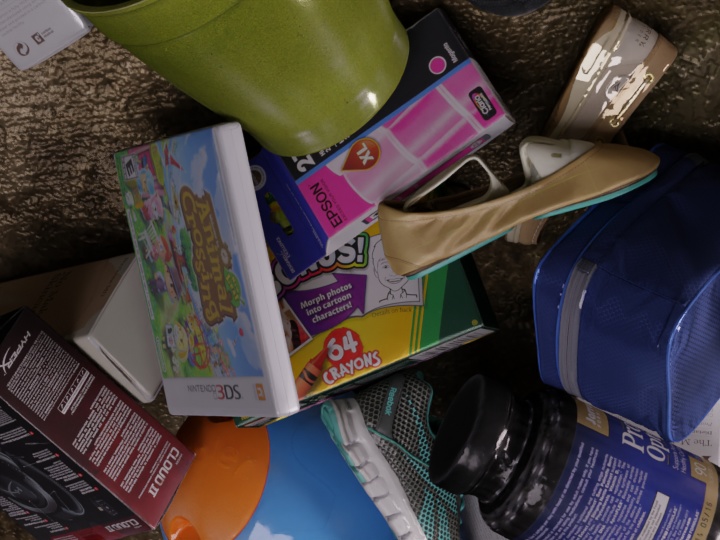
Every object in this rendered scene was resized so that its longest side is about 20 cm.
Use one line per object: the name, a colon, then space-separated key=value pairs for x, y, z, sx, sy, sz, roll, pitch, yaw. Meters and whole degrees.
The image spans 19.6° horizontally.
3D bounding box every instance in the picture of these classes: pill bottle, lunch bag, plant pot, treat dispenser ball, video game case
pill bottle: x=0.154 y=0.153 z=1.487 sx=0.199 sy=0.112 sz=0.112 roll=26 pitch=128 yaw=-12
lunch bag: x=0.211 y=0.005 z=1.462 sx=0.132 sy=0.200 sz=0.136 roll=25 pitch=139 yaw=30
plant pot: x=-0.069 y=-0.183 z=1.401 sx=0.200 sy=0.201 sz=0.193 roll=-20 pitch=131 yaw=26
treat dispenser ball: x=-0.060 y=0.180 z=1.651 sx=0.200 sy=0.201 sz=0.202 roll=7 pitch=128 yaw=9
video game case: x=-0.112 y=0.004 z=1.469 sx=0.182 sy=0.022 sz=0.201 roll=-6 pitch=96 yaw=61

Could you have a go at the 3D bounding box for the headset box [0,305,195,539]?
headset box: x=-0.234 y=0.130 z=1.578 sx=0.200 sy=0.077 sz=0.149 roll=43 pitch=144 yaw=-22

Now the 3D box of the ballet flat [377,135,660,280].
ballet flat: x=0.104 y=-0.056 z=1.422 sx=0.199 sy=0.069 sz=0.063 roll=-23 pitch=100 yaw=5

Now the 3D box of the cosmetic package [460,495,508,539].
cosmetic package: x=0.108 y=0.198 z=1.636 sx=0.074 sy=0.102 sz=0.200 roll=-13 pitch=160 yaw=-18

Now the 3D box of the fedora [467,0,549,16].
fedora: x=0.129 y=-0.258 z=1.332 sx=0.091 sy=0.201 sz=0.201 roll=6 pitch=139 yaw=-39

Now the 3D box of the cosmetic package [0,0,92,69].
cosmetic package: x=-0.259 y=-0.249 z=1.431 sx=0.074 sy=0.102 sz=0.200 roll=-26 pitch=118 yaw=28

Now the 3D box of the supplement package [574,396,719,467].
supplement package: x=0.225 y=0.136 z=1.607 sx=0.113 sy=0.110 sz=0.201 roll=2 pitch=127 yaw=12

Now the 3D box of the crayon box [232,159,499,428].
crayon box: x=-0.023 y=-0.002 z=1.515 sx=0.199 sy=0.058 sz=0.173 roll=-23 pitch=80 yaw=14

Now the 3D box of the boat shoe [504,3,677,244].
boat shoe: x=0.162 y=-0.089 z=1.475 sx=0.069 sy=0.074 sz=0.201 roll=25 pitch=127 yaw=1

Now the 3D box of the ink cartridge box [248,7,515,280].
ink cartridge box: x=0.002 y=-0.088 z=1.470 sx=0.200 sy=0.037 sz=0.095 roll=-36 pitch=74 yaw=12

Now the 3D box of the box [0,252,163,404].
box: x=-0.228 y=0.055 z=1.626 sx=0.199 sy=0.095 sz=0.078 roll=-13 pitch=129 yaw=43

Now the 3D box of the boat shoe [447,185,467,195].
boat shoe: x=0.000 y=0.000 z=1.579 sx=0.199 sy=0.076 sz=0.072 roll=-28 pitch=116 yaw=29

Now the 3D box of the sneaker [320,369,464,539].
sneaker: x=0.052 y=0.156 z=1.546 sx=0.091 sy=0.078 sz=0.200 roll=-33 pitch=123 yaw=-3
